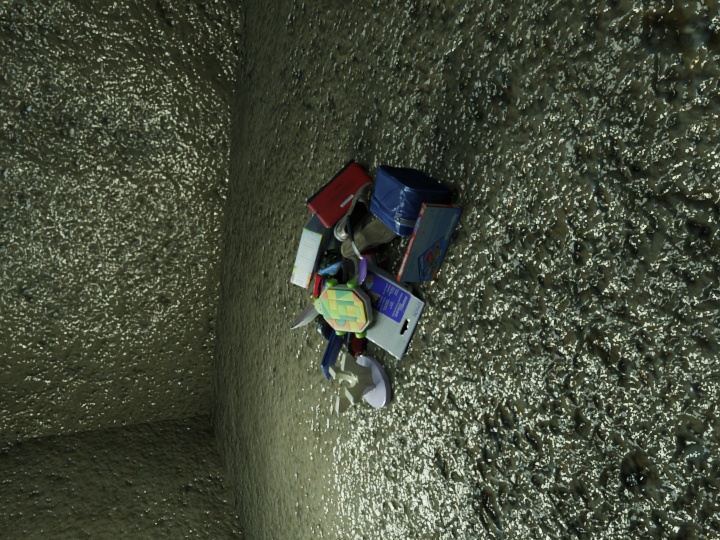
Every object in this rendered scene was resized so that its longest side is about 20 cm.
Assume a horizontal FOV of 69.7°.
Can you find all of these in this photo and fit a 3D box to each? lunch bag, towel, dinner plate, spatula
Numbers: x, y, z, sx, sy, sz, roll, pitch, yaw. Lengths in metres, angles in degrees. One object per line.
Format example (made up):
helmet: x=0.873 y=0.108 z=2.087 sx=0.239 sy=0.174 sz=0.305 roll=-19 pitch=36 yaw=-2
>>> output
lunch bag: x=0.108 y=-0.165 z=1.254 sx=0.200 sy=0.134 sz=0.134 roll=49 pitch=132 yaw=52
towel: x=-0.083 y=0.256 z=1.610 sx=0.201 sy=0.023 sz=0.147 roll=84 pitch=-156 yaw=-66
dinner plate: x=-0.139 y=0.117 z=1.602 sx=0.024 sy=0.200 sz=0.200 roll=49 pitch=151 yaw=-7
spatula: x=-0.012 y=-0.061 z=1.369 sx=0.057 sy=0.020 sz=0.203 roll=-50 pitch=49 yaw=53

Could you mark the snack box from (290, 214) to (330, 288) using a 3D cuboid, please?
snack box: x=-0.149 y=-0.073 z=1.643 sx=0.169 sy=0.067 sz=0.202 roll=-66 pitch=-6 yaw=-59

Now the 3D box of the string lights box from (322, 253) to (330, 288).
string lights box: x=-0.066 y=0.035 z=1.682 sx=0.200 sy=0.058 sz=0.104 roll=47 pitch=128 yaw=53

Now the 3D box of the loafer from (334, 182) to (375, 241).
loafer: x=0.000 y=-0.169 z=1.462 sx=0.201 sy=0.072 sz=0.063 roll=-57 pitch=14 yaw=-16

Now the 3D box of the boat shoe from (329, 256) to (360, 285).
boat shoe: x=-0.059 y=0.039 z=1.465 sx=0.073 sy=0.064 sz=0.201 roll=64 pitch=145 yaw=31

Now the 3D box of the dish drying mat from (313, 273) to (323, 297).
dish drying mat: x=-0.136 y=0.052 z=1.648 sx=0.200 sy=0.018 sz=0.078 roll=-152 pitch=71 yaw=-83

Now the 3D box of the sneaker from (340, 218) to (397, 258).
sneaker: x=0.048 y=-0.097 z=1.453 sx=0.198 sy=0.112 sz=0.072 roll=-25 pitch=84 yaw=27

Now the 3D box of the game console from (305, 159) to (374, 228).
game console: x=-0.064 y=-0.233 z=1.595 sx=0.173 sy=0.200 sz=0.119 roll=48 pitch=-179 yaw=20

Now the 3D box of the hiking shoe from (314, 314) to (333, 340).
hiking shoe: x=-0.116 y=0.167 z=1.637 sx=0.077 sy=0.100 sz=0.200 roll=-63 pitch=-14 yaw=0

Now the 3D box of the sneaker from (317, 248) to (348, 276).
sneaker: x=-0.087 y=-0.026 z=1.586 sx=0.199 sy=0.070 sz=0.084 roll=177 pitch=100 yaw=-70

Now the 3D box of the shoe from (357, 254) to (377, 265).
shoe: x=0.000 y=0.000 z=1.518 sx=0.072 sy=0.090 sz=0.202 roll=-59 pitch=41 yaw=45

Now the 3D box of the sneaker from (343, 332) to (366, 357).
sneaker: x=-0.022 y=0.159 z=1.579 sx=0.096 sy=0.078 sz=0.203 roll=-133 pitch=49 yaw=-56

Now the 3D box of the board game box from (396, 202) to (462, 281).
board game box: x=0.158 y=-0.061 z=1.195 sx=0.020 sy=0.101 sz=0.202 roll=57 pitch=138 yaw=47

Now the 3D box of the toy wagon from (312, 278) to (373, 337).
toy wagon: x=-0.057 y=0.103 z=1.413 sx=0.197 sy=0.039 sz=0.158 roll=2 pitch=111 yaw=33

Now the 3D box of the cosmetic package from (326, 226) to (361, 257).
cosmetic package: x=-0.054 y=-0.128 z=1.666 sx=0.151 sy=0.051 sz=0.203 roll=44 pitch=129 yaw=52

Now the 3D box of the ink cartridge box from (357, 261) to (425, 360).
ink cartridge box: x=0.065 y=0.108 z=1.389 sx=0.198 sy=0.043 sz=0.200 roll=32 pitch=122 yaw=19

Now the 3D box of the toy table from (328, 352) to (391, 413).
toy table: x=-0.007 y=0.326 z=1.510 sx=0.199 sy=0.115 sz=0.187 roll=15 pitch=103 yaw=63
